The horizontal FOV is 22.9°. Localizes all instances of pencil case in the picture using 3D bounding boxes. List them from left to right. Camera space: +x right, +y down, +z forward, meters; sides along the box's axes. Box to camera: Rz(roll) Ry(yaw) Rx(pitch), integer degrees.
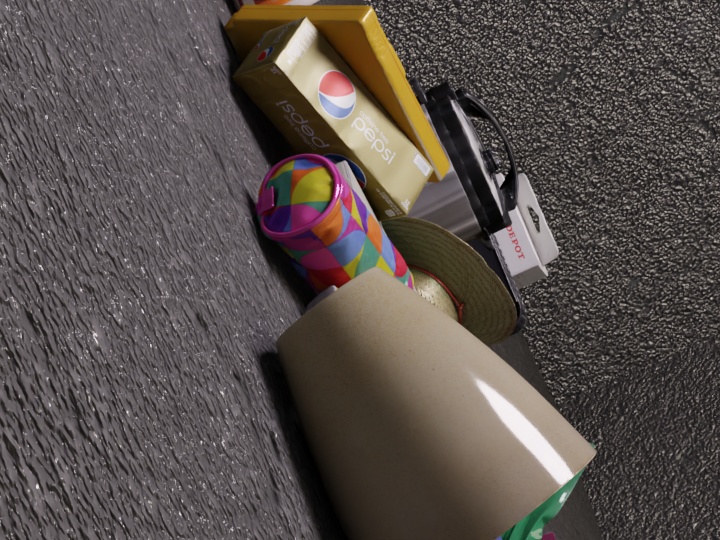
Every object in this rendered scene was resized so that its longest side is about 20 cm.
[{"bbox_3d":[-0.022,-0.016,1.504,0.200,0.088,0.089,57,12,-53],"label":"pencil case"}]

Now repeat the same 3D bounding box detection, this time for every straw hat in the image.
[{"bbox_3d":[0.059,0.042,1.859,0.085,0.200,0.202,-58,136,-31],"label":"straw hat"}]

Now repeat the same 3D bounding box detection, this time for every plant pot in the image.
[{"bbox_3d":[0.035,0.104,1.265,0.201,0.187,0.187,54,6,6],"label":"plant pot"}]

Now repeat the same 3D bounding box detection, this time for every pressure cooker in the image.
[{"bbox_3d":[0.074,-0.100,1.967,0.180,0.199,0.176,67,6,30],"label":"pressure cooker"}]

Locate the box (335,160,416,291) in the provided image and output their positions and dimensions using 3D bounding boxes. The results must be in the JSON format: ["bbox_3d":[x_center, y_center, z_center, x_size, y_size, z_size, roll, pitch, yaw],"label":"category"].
[{"bbox_3d":[0.000,0.000,1.661,0.082,0.068,0.201,-106,169,-48],"label":"box"}]

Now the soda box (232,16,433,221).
[{"bbox_3d":[-0.024,-0.136,1.648,0.200,0.067,0.064,48,55,-24],"label":"soda box"}]

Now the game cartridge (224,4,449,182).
[{"bbox_3d":[-0.023,-0.170,1.697,0.033,0.175,0.201,-55,135,-31],"label":"game cartridge"}]

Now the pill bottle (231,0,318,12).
[{"bbox_3d":[-0.107,-0.357,1.799,0.114,0.113,0.201,-86,152,-75],"label":"pill bottle"}]

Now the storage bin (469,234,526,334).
[{"bbox_3d":[0.106,-0.001,2.160,0.094,0.134,0.201,24,43,-79],"label":"storage bin"}]

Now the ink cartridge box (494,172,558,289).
[{"bbox_3d":[0.145,-0.027,2.270,0.125,0.199,0.129,34,33,-76],"label":"ink cartridge box"}]

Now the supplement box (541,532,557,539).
[{"bbox_3d":[0.188,0.375,1.739,0.131,0.103,0.201,-104,168,-48],"label":"supplement box"}]

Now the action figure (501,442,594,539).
[{"bbox_3d":[0.120,0.230,1.570,0.055,0.117,0.201,64,45,-63],"label":"action figure"}]

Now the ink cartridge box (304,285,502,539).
[{"bbox_3d":[0.050,0.131,1.463,0.199,0.047,0.198,29,29,-36],"label":"ink cartridge box"}]
